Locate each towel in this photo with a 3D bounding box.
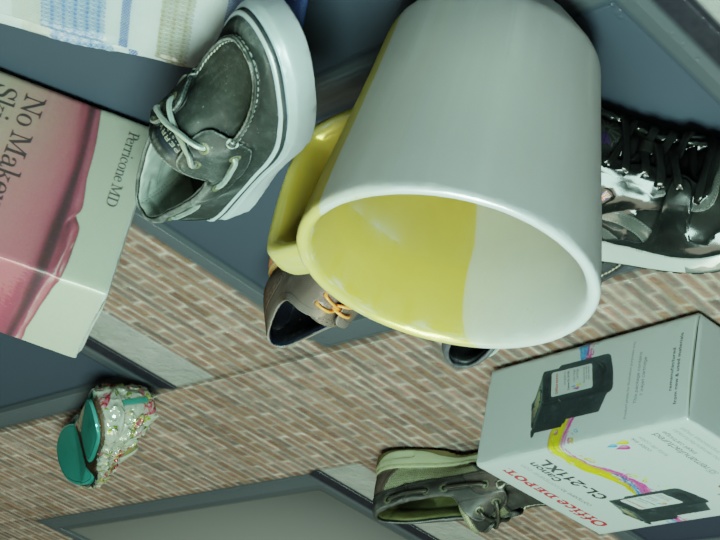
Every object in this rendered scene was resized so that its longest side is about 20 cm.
[{"bbox_3d":[-0.124,-0.164,0.829,0.199,0.024,0.147,14,150,-4],"label":"towel"}]

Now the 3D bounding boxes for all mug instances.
[{"bbox_3d":[0.040,-0.065,0.797,0.186,0.154,0.150,8,152,12],"label":"mug"}]

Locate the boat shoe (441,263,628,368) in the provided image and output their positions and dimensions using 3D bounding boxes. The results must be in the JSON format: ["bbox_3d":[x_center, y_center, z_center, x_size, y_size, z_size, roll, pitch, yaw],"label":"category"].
[{"bbox_3d":[0.115,0.012,0.999,0.073,0.063,0.200,26,149,-21],"label":"boat shoe"}]

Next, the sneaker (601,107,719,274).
[{"bbox_3d":[0.148,-0.050,0.865,0.199,0.076,0.088,-4,141,30],"label":"sneaker"}]

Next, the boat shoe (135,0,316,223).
[{"bbox_3d":[-0.079,-0.073,0.849,0.071,0.072,0.200,-22,161,-26],"label":"boat shoe"}]

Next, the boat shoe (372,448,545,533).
[{"bbox_3d":[0.102,0.191,1.326,0.200,0.066,0.072,-2,147,27],"label":"boat shoe"}]

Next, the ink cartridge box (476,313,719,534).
[{"bbox_3d":[0.206,0.118,1.129,0.146,0.083,0.200,31,147,-30],"label":"ink cartridge box"}]

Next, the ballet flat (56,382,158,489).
[{"bbox_3d":[-0.224,0.150,1.403,0.064,0.076,0.200,-13,167,-24],"label":"ballet flat"}]

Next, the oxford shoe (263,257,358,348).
[{"bbox_3d":[0.000,0.000,1.016,0.071,0.073,0.200,26,149,-20],"label":"oxford shoe"}]

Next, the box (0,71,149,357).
[{"bbox_3d":[-0.244,-0.049,0.980,0.199,0.128,0.109,19,151,-12],"label":"box"}]
